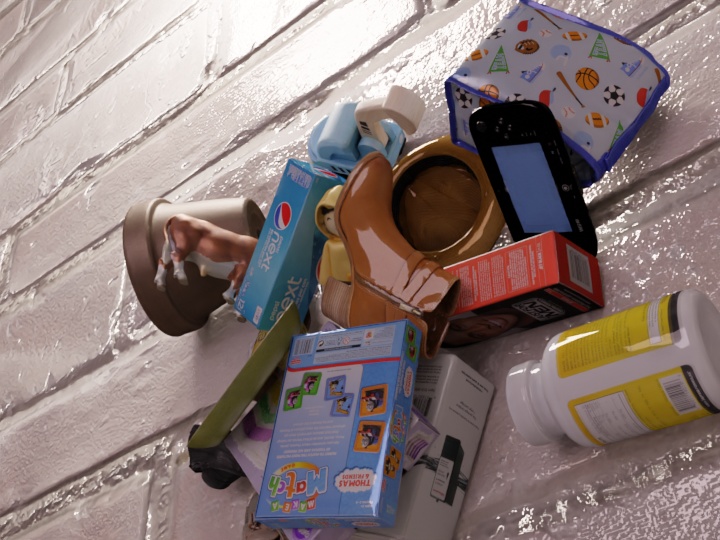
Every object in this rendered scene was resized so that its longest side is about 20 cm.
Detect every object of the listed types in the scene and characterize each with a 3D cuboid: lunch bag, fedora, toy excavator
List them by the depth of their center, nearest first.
[{"bbox_3d":[0.221,-0.189,1.153,0.199,0.124,0.170,26,63,29],"label":"lunch bag"},{"bbox_3d":[0.107,-0.066,1.242,0.199,0.082,0.203,-18,57,29],"label":"fedora"},{"bbox_3d":[0.006,-0.178,1.343,0.192,0.200,0.101,15,72,24],"label":"toy excavator"}]

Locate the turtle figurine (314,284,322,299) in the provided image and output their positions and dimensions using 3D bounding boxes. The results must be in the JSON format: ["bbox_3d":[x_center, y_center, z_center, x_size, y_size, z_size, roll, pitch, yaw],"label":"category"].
[{"bbox_3d":[-0.023,-0.036,1.344,0.201,0.100,0.151,56,141,38],"label":"turtle figurine"}]

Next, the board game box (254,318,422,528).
[{"bbox_3d":[-0.021,0.154,1.029,0.150,0.037,0.202,-10,55,34],"label":"board game box"}]

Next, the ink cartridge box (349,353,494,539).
[{"bbox_3d":[0.044,0.197,1.111,0.145,0.083,0.202,-2,60,45],"label":"ink cartridge box"}]

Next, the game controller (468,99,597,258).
[{"bbox_3d":[0.186,-0.091,1.099,0.042,0.202,0.104,-42,30,-28],"label":"game controller"}]

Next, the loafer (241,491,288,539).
[{"bbox_3d":[-0.103,0.329,1.181,0.072,0.063,0.201,-40,41,16],"label":"loafer"}]

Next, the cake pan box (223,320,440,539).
[{"bbox_3d":[-0.034,0.179,1.084,0.185,0.052,0.200,-49,44,4],"label":"cake pan box"}]

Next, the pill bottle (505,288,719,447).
[{"bbox_3d":[0.240,0.099,0.961,0.198,0.112,0.113,-23,48,32],"label":"pill bottle"}]

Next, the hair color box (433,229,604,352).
[{"bbox_3d":[0.149,0.027,1.111,0.198,0.101,0.062,-20,61,36],"label":"hair color box"}]

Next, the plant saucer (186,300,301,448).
[{"bbox_3d":[-0.123,0.123,1.155,0.201,0.031,0.200,-54,2,2],"label":"plant saucer"}]

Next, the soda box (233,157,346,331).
[{"bbox_3d":[-0.081,-0.028,1.255,0.064,0.067,0.202,34,107,46],"label":"soda box"}]

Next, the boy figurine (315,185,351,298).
[{"bbox_3d":[0.000,0.000,1.210,0.123,0.203,0.064,-4,15,34],"label":"boy figurine"}]

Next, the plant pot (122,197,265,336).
[{"bbox_3d":[-0.219,-0.026,1.484,0.173,0.201,0.202,-19,48,12],"label":"plant pot"}]

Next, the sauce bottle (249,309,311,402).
[{"bbox_3d":[-0.100,0.081,1.337,0.066,0.066,0.201,-26,32,30],"label":"sauce bottle"}]

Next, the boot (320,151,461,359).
[{"bbox_3d":[0.043,-0.015,1.099,0.154,0.073,0.203,21,106,40],"label":"boot"}]

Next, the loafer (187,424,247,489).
[{"bbox_3d":[-0.168,0.241,1.297,0.200,0.067,0.071,0,81,62],"label":"loafer"}]

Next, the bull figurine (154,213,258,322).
[{"bbox_3d":[-0.175,-0.009,1.366,0.065,0.198,0.122,104,-174,-58],"label":"bull figurine"}]
